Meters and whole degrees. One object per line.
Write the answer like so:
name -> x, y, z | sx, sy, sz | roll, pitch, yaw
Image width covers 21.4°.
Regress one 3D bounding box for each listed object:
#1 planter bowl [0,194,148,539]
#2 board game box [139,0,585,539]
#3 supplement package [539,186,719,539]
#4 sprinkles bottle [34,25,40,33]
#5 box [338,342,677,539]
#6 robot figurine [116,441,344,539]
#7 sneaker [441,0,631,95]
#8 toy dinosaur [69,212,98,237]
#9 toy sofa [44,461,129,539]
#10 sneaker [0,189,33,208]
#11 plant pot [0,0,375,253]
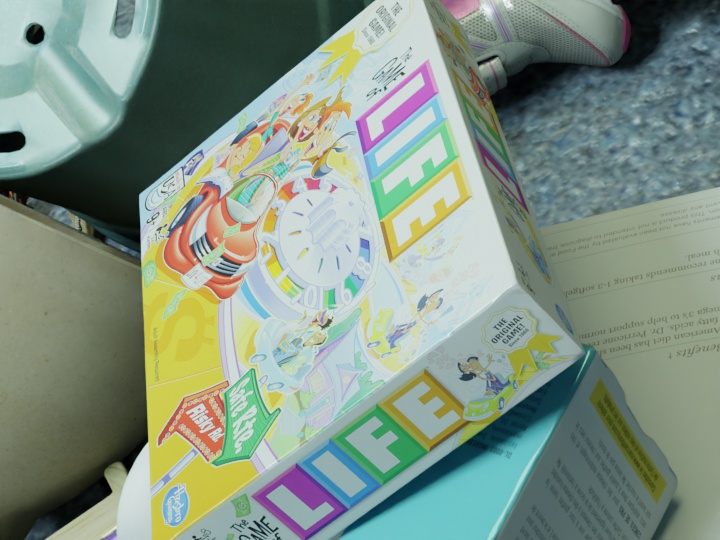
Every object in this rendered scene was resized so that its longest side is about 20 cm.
planter bowl -> -0.172, 0.033, 0.802 | 0.200, 0.200, 0.136 | 24, 88, 43
board game box -> -0.010, -0.003, 0.615 | 0.134, 0.034, 0.201 | -37, 30, 15
supplement package -> 0.118, 0.083, 0.682 | 0.116, 0.118, 0.201 | -12, 43, 20
sprinkles bottle -> -0.254, -0.115, 1.131 | 0.068, 0.068, 0.201 | 7, 51, 34
box -> 0.019, 0.119, 0.557 | 0.049, 0.082, 0.201 | 15, 64, 38
robot figurine -> -0.018, 0.123, 0.677 | 0.112, 0.170, 0.201 | -22, 78, 5
sneaker -> 0.036, -0.107, 0.963 | 0.198, 0.081, 0.089 | 1, 79, 14
toy dinosaur -> -0.080, -0.088, 1.016 | 0.101, 0.058, 0.200 | 23, 61, 44
toy sofa -> -0.141, 0.178, 0.754 | 0.199, 0.083, 0.098 | -33, 40, -6
sneaker -> -0.252, -0.005, 0.972 | 0.078, 0.076, 0.200 | -22, -6, 32
plant pot -> -0.113, -0.108, 0.854 | 0.199, 0.196, 0.202 | -1, 88, 19
